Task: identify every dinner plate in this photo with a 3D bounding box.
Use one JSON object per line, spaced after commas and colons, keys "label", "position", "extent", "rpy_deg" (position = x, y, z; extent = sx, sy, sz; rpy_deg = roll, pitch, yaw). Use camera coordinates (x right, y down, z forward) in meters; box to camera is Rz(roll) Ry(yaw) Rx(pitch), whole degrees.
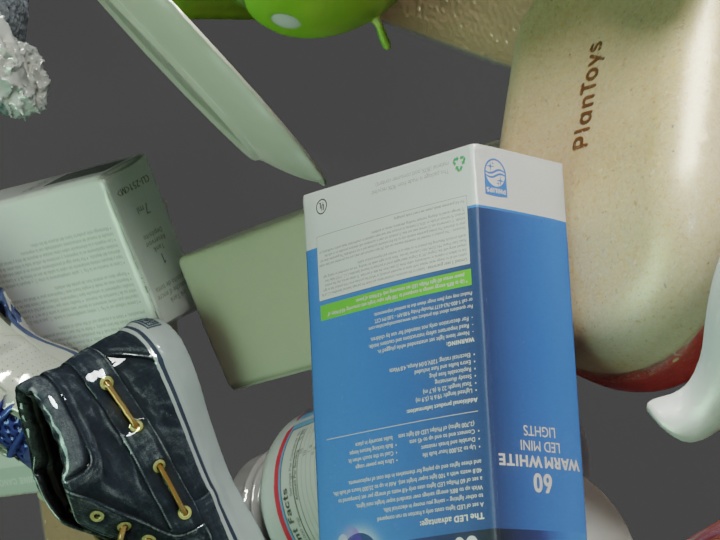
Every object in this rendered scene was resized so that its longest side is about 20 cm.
{"label": "dinner plate", "position": [-0.092, -0.112, 1.150], "extent": [0.200, 0.024, 0.200], "rpy_deg": [45, 178, 2]}

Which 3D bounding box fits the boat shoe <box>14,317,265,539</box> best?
{"label": "boat shoe", "position": [-0.113, 0.132, 1.187], "extent": [0.071, 0.091, 0.201], "rpy_deg": [-11, 103, 60]}

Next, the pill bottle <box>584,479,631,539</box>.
{"label": "pill bottle", "position": [0.036, 0.167, 1.037], "extent": [0.109, 0.109, 0.200], "rpy_deg": [56, 137, 9]}

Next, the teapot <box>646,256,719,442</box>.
{"label": "teapot", "position": [0.243, 0.006, 0.846], "extent": [0.200, 0.197, 0.146], "rpy_deg": [19, 123, 46]}

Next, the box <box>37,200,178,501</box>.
{"label": "box", "position": [-0.158, 0.051, 1.357], "extent": [0.082, 0.068, 0.200], "rpy_deg": [19, 121, 37]}

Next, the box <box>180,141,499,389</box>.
{"label": "box", "position": [0.000, 0.000, 1.161], "extent": [0.200, 0.068, 0.082], "rpy_deg": [-15, 98, 48]}

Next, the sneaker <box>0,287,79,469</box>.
{"label": "sneaker", "position": [-0.227, 0.059, 1.230], "extent": [0.199, 0.115, 0.081], "rpy_deg": [47, 132, 9]}

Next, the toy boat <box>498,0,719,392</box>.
{"label": "toy boat", "position": [0.139, -0.040, 0.977], "extent": [0.130, 0.131, 0.200], "rpy_deg": [-14, 57, 45]}

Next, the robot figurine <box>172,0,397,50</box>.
{"label": "robot figurine", "position": [-0.046, -0.194, 1.087], "extent": [0.200, 0.116, 0.176], "rpy_deg": [43, 147, 21]}

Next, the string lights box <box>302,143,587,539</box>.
{"label": "string lights box", "position": [0.033, 0.059, 0.918], "extent": [0.103, 0.059, 0.200], "rpy_deg": [-14, 74, 44]}

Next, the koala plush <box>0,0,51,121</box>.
{"label": "koala plush", "position": [-0.253, -0.181, 1.280], "extent": [0.177, 0.184, 0.200], "rpy_deg": [15, 131, 41]}

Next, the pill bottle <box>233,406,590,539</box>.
{"label": "pill bottle", "position": [0.018, 0.113, 1.180], "extent": [0.200, 0.109, 0.109], "rpy_deg": [-25, 90, 49]}

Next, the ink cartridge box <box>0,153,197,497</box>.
{"label": "ink cartridge box", "position": [-0.172, 0.036, 1.282], "extent": [0.200, 0.044, 0.174], "rpy_deg": [-11, 105, 40]}

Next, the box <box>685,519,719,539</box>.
{"label": "box", "position": [0.150, 0.193, 1.091], "extent": [0.095, 0.103, 0.200], "rpy_deg": [56, 137, 7]}
